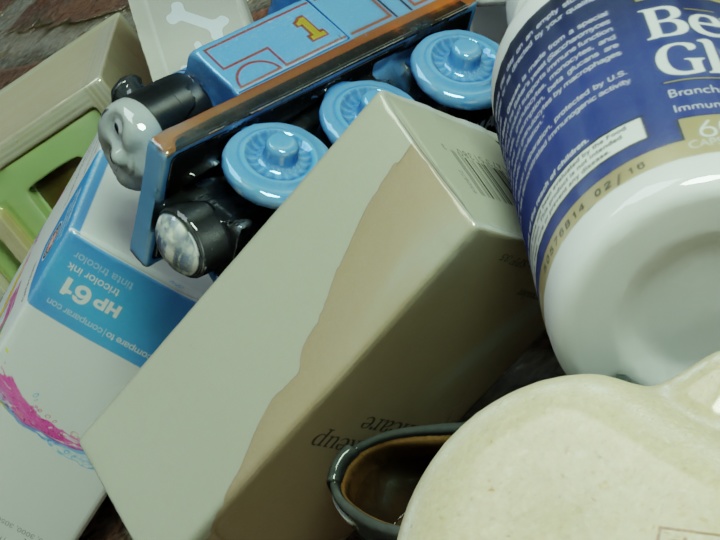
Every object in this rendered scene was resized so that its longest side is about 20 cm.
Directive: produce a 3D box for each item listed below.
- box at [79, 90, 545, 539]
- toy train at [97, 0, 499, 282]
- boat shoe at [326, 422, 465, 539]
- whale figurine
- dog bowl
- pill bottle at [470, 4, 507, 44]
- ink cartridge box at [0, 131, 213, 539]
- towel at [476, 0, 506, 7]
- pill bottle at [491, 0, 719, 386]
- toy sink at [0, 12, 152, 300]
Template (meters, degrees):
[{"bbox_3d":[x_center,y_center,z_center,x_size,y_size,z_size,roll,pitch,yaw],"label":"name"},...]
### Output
[{"bbox_3d":[-0.010,0.034,0.863,0.200,0.095,0.078,-49,55,22],"label":"box"},{"bbox_3d":[-0.022,-0.064,0.928,0.200,0.087,0.114,-30,60,-33],"label":"toy train"},{"bbox_3d":[0.069,0.084,0.778,0.199,0.068,0.072,-9,36,46],"label":"boat shoe"},{"bbox_3d":[0.109,0.105,0.658,0.199,0.104,0.160,2,69,28],"label":"whale figurine"},{"bbox_3d":[-0.077,-0.099,1.192,0.058,0.201,0.200,-19,23,-1],"label":"dog bowl"},{"bbox_3d":[0.020,-0.101,1.145,0.111,0.112,0.200,-41,22,-7],"label":"pill bottle"},{"bbox_3d":[-0.135,0.035,1.054,0.200,0.084,0.145,-57,12,30],"label":"ink cartridge box"},{"bbox_3d":[0.116,-0.161,1.079,0.145,0.030,0.200,-4,22,-1],"label":"towel"},{"bbox_3d":[0.106,-0.047,0.781,0.111,0.111,0.200,-31,35,16],"label":"pill bottle"},{"bbox_3d":[-0.191,-0.037,1.317,0.199,0.131,0.112,-30,24,17],"label":"toy sink"}]
